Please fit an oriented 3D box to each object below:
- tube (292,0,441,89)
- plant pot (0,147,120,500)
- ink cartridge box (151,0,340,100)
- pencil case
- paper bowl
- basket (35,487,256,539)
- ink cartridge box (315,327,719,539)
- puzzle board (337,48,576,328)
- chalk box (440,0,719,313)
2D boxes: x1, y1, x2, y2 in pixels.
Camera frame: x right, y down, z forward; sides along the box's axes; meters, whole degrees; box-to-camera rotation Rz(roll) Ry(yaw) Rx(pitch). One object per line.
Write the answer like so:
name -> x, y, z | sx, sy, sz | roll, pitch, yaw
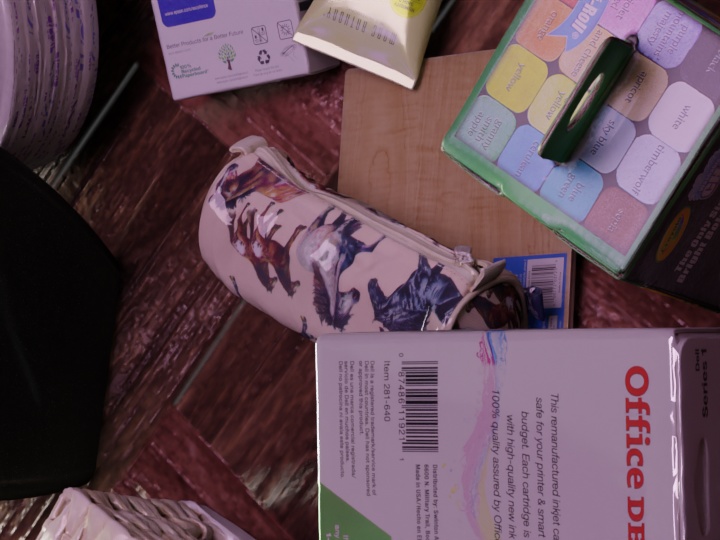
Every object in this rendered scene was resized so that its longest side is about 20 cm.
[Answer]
tube -> 0.036, -0.203, 1.614 | 0.058, 0.052, 0.201 | 24, 90, 61
plant pot -> -0.246, 0.042, 1.673 | 0.199, 0.177, 0.201 | -1, 76, 35
ink cartridge box -> -0.080, -0.202, 1.661 | 0.099, 0.039, 0.201 | -7, 99, 34
pencil case -> 0.000, 0.000, 1.551 | 0.200, 0.078, 0.090 | 29, 113, 36
paper bowl -> -0.249, -0.148, 1.721 | 0.200, 0.104, 0.202 | 20, 117, 46
basket -> -0.125, 0.229, 1.570 | 0.135, 0.123, 0.201 | 33, 98, 37
ink cartridge box -> 0.082, 0.100, 1.390 | 0.199, 0.084, 0.146 | -2, 89, 34
puzzle board -> 0.051, -0.018, 1.580 | 0.150, 0.017, 0.201 | -5, 75, 33
chalk box -> 0.132, -0.070, 1.415 | 0.124, 0.200, 0.125 | 38, 100, 29
